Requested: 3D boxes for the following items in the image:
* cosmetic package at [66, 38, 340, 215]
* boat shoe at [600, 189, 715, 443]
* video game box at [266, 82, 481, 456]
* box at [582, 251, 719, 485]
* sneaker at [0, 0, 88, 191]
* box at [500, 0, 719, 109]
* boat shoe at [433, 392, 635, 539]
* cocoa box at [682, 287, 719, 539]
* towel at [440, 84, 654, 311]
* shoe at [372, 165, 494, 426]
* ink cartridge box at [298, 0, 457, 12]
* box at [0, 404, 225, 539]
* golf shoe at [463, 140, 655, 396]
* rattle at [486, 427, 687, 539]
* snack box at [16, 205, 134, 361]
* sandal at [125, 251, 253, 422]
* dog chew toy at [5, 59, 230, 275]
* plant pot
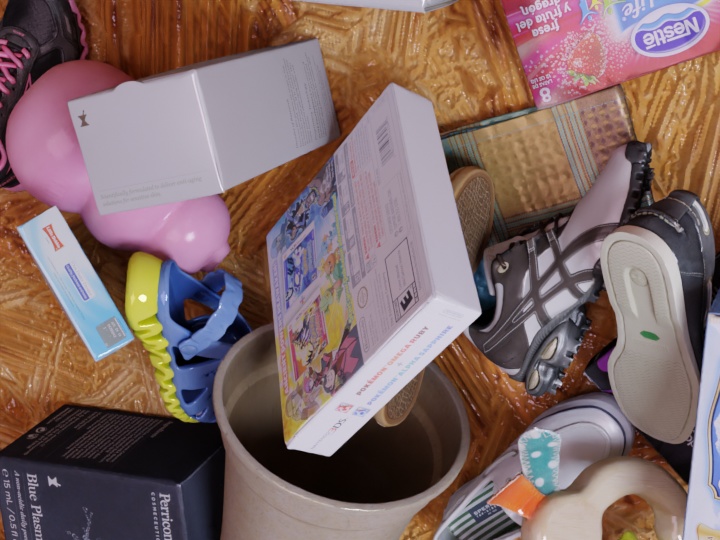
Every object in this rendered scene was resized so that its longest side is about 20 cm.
[{"bbox_3d":[-0.105,-0.109,0.833,0.107,0.200,0.086,-7,104,26],"label":"cosmetic package"},{"bbox_3d":[0.207,0.038,0.771,0.071,0.068,0.201,22,141,36],"label":"boat shoe"},{"bbox_3d":[0.000,0.000,0.819,0.046,0.201,0.182,20,133,-31],"label":"video game box"},{"bbox_3d":[0.278,0.062,0.819,0.143,0.036,0.200,47,118,3],"label":"box"},{"bbox_3d":[-0.293,-0.149,0.963,0.078,0.095,0.202,27,115,14],"label":"sneaker"},{"bbox_3d":[0.199,-0.183,0.733,0.198,0.100,0.096,-16,101,27],"label":"box"},{"bbox_3d":[0.131,0.170,0.884,0.074,0.067,0.200,44,128,5],"label":"boat shoe"},{"bbox_3d":[0.284,0.107,0.735,0.130,0.133,0.202,9,111,23],"label":"cocoa box"},{"bbox_3d":[0.119,-0.044,0.861,0.198,0.022,0.148,-14,101,25],"label":"towel"},{"bbox_3d":[0.038,0.013,0.848,0.053,0.070,0.202,26,96,37],"label":"shoe"},{"bbox_3d":[-0.027,-0.267,0.811,0.198,0.087,0.147,11,112,22],"label":"ink cartridge box"},{"bbox_3d":[-0.209,0.243,1.046,0.198,0.117,0.199,3,108,21],"label":"box"},{"bbox_3d":[0.135,-0.009,0.811,0.094,0.078,0.202,28,114,12],"label":"golf shoe"},{"bbox_3d":[0.142,0.178,0.834,0.198,0.143,0.131,23,93,-22],"label":"rattle"},{"bbox_3d":[-0.234,0.014,0.948,0.037,0.200,0.117,-31,95,-13],"label":"snack box"},{"bbox_3d":[-0.125,0.061,0.935,0.086,0.080,0.201,-3,146,7],"label":"sandal"},{"bbox_3d":[-0.188,-0.074,0.932,0.200,0.125,0.125,43,119,-4],"label":"dog chew toy"},{"bbox_3d":[-0.033,0.171,0.919,0.199,0.201,0.185,27,128,13],"label":"plant pot"}]
